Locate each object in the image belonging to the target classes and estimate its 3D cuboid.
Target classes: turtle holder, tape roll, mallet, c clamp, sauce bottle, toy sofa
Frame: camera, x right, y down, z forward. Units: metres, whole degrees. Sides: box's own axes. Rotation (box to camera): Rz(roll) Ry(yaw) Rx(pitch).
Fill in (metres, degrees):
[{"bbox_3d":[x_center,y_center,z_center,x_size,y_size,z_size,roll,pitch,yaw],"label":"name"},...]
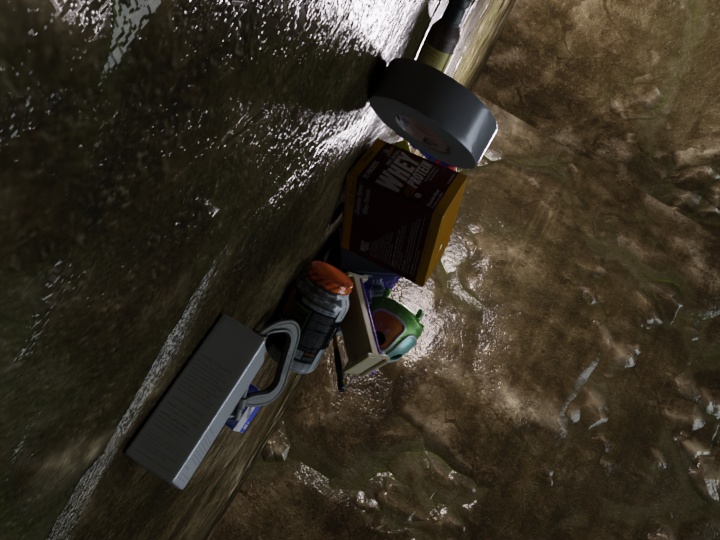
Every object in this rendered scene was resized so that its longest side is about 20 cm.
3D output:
[{"bbox_3d":[0.059,0.140,1.288,0.133,0.140,0.185,-55,-171,-22],"label":"turtle holder"},{"bbox_3d":[0.111,-0.239,0.872,0.067,0.198,0.200,-58,176,2],"label":"tape roll"},{"bbox_3d":[-0.054,0.155,1.169,0.202,0.040,0.067,-100,172,-50],"label":"mallet"},{"bbox_3d":[-0.181,0.180,1.015,0.169,0.027,0.204,14,99,-52],"label":"c clamp"},{"bbox_3d":[0.147,-0.415,1.052,0.065,0.064,0.202,-55,174,-50],"label":"sauce bottle"},{"bbox_3d":[0.000,0.112,1.173,0.097,0.203,0.082,16,140,-44],"label":"toy sofa"}]

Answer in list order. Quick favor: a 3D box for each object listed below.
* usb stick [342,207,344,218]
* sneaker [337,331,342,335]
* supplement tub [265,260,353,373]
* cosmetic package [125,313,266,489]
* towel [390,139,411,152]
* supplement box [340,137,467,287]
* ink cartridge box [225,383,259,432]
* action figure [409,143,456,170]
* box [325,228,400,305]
[{"bbox_3d":[0.012,-0.179,1.267,0.056,0.032,0.201,-54,-178,44],"label":"usb stick"},{"bbox_3d":[-0.065,0.093,1.286,0.101,0.196,0.079,106,-30,-43],"label":"sneaker"},{"bbox_3d":[-0.100,0.092,1.124,0.202,0.121,0.123,-61,176,16],"label":"supplement tub"},{"bbox_3d":[-0.203,0.168,0.721,0.202,0.073,0.102,-60,177,-28],"label":"cosmetic package"},{"bbox_3d":[0.100,-0.174,1.208,0.085,0.204,0.018,-8,-163,43],"label":"towel"},{"bbox_3d":[0.080,-0.115,1.117,0.133,0.197,0.199,-53,162,-37],"label":"supplement box"},{"bbox_3d":[-0.251,0.292,1.202,0.095,0.044,0.200,-57,176,-18],"label":"ink cartridge box"},{"bbox_3d":[0.160,-0.261,1.344,0.066,0.198,0.099,-60,176,18],"label":"action figure"},{"bbox_3d":[0.000,0.000,1.309,0.201,0.145,0.106,118,-28,-61],"label":"box"}]
